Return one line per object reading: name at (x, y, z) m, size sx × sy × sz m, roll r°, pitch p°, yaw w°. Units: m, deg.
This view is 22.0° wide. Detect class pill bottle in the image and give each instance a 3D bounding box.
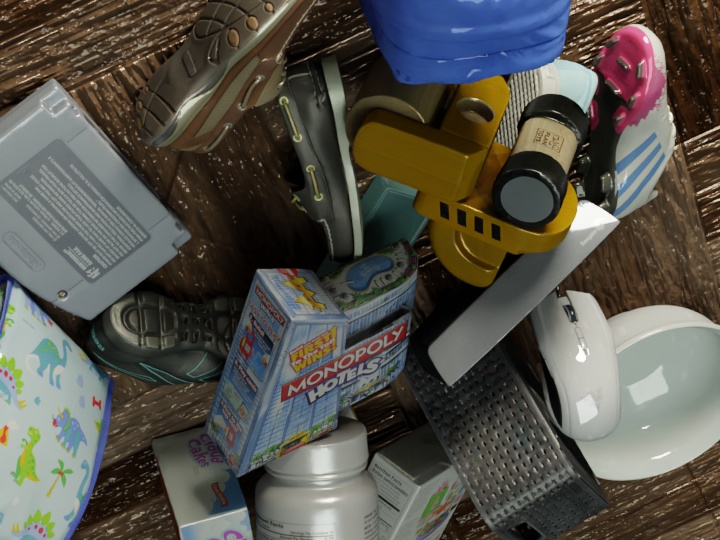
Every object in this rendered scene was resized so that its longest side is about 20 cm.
pill bottle at (-0.039, 0.239, 1.685) m, size 0.113 × 0.113 × 0.200 m, roll -5°, pitch 103°, yaw -18°

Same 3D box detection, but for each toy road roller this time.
toy road roller at (0.080, -0.077, 1.507) m, size 0.200 × 0.123 × 0.146 m, roll 23°, pitch 130°, yaw 2°

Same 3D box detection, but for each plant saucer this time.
plant saucer at (0.000, 0.000, 1.657) m, size 0.070 × 0.019 × 0.200 m, roll 14°, pitch 121°, yaw -31°

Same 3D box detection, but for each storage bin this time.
storage bin at (0.130, 0.145, 1.693) m, size 0.094 × 0.200 × 0.135 m, roll -34°, pitch 150°, yaw 7°

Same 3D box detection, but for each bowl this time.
bowl at (0.274, 0.103, 1.804) m, size 0.201 × 0.090 × 0.201 m, roll -11°, pitch 131°, yaw -12°

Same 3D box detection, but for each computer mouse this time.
computer mouse at (0.193, 0.053, 1.668) m, size 0.110 × 0.200 × 0.044 m, roll -10°, pitch 164°, yaw -14°

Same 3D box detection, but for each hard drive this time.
hard drive at (0.126, 0.013, 1.593) m, size 0.200 × 0.135 × 0.042 m, roll -44°, pitch 98°, yaw -3°

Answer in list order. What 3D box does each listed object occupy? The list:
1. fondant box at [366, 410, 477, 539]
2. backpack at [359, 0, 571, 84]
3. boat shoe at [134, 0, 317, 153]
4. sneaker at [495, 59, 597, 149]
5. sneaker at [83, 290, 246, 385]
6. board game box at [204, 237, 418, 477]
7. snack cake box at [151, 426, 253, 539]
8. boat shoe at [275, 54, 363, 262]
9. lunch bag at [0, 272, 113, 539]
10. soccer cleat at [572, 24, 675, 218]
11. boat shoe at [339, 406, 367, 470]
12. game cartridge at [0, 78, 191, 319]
fondant box at (0.033, 0.246, 1.798) m, size 0.144 × 0.058 × 0.200 m, roll -23°, pitch 144°, yaw -56°
backpack at (0.074, -0.220, 1.374) m, size 0.162 × 0.200 × 0.168 m, roll -15°, pitch 132°, yaw -11°
boat shoe at (-0.093, -0.166, 1.446) m, size 0.072 × 0.076 × 0.200 m, roll 23°, pitch 126°, yaw -39°
sneaker at (0.151, -0.093, 1.601) m, size 0.082 × 0.074 × 0.200 m, roll 0°, pitch 133°, yaw -27°
sneaker at (-0.149, 0.064, 1.630) m, size 0.200 × 0.075 × 0.079 m, roll 14°, pitch 145°, yaw -32°
board game box at (-0.032, 0.060, 1.566) m, size 0.200 × 0.062 × 0.200 m, roll -26°, pitch 149°, yaw -22°
snack cake box at (-0.139, 0.257, 1.754) m, size 0.067 × 0.115 × 0.200 m, roll -15°, pitch 133°, yaw -8°
boat shoe at (-0.035, -0.087, 1.537) m, size 0.061 × 0.072 × 0.201 m, roll -11°, pitch 128°, yaw -3°
lunch bag at (-0.300, 0.136, 1.521) m, size 0.127 × 0.200 × 0.170 m, roll -18°, pitch 137°, yaw 22°
soccer cleat at (0.240, -0.134, 1.614) m, size 0.086 × 0.070 × 0.200 m, roll -18°, pitch 137°, yaw -28°
boat shoe at (-0.040, 0.204, 1.778) m, size 0.069 × 0.071 × 0.200 m, roll -8°, pitch 132°, yaw -18°
game cartridge at (-0.242, -0.050, 1.497) m, size 0.133 × 0.040 × 0.200 m, roll -39°, pitch 132°, yaw -1°
